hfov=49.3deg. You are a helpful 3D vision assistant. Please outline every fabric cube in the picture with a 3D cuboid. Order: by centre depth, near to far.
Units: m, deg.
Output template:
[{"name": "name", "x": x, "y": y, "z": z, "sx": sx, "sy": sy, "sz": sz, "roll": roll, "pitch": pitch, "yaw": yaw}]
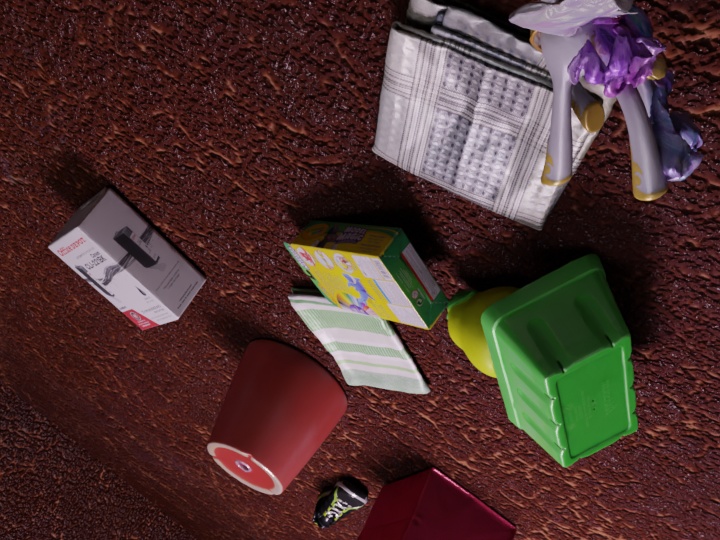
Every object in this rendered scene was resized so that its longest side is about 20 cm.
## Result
[{"name": "fabric cube", "x": 0.115, "y": 0.492, "z": 1.354, "sx": 0.195, "sy": 0.202, "sz": 0.199, "roll": 37, "pitch": 147, "yaw": -8}]

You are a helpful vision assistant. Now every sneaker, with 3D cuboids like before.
[{"name": "sneaker", "x": -0.046, "y": 0.487, "z": 1.595, "sx": 0.071, "sy": 0.084, "sz": 0.200, "roll": 33, "pitch": 148, "yaw": -4}]

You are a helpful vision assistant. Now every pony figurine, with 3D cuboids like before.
[{"name": "pony figurine", "x": 0.157, "y": -0.152, "z": 0.505, "sx": 0.192, "sy": 0.164, "sz": 0.203, "roll": 26, "pitch": 142, "yaw": 63}]

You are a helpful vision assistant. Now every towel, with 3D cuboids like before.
[{"name": "towel", "x": 0.105, "y": -0.130, "z": 0.683, "sx": 0.190, "sy": 0.035, "sz": 0.202, "roll": 27, "pitch": 147, "yaw": 9}, {"name": "towel", "x": -0.003, "y": 0.101, "z": 1.097, "sx": 0.150, "sy": 0.024, "sz": 0.202, "roll": 2, "pitch": 137, "yaw": 38}]

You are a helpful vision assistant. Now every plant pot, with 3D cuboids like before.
[{"name": "plant pot", "x": -0.144, "y": 0.244, "z": 1.264, "sx": 0.197, "sy": 0.179, "sz": 0.202, "roll": 22, "pitch": 147, "yaw": 15}]

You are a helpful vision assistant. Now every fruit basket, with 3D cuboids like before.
[{"name": "fruit basket", "x": 0.186, "y": 0.075, "z": 0.826, "sx": 0.216, "sy": 0.153, "sz": 0.219, "roll": 154, "pitch": 90, "yaw": -88}]

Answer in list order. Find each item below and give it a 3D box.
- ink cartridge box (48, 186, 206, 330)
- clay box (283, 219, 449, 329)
[{"name": "ink cartridge box", "x": -0.353, "y": -0.013, "z": 1.186, "sx": 0.200, "sy": 0.084, "sz": 0.143, "roll": 47, "pitch": 146, "yaw": -21}, {"name": "clay box", "x": 0.000, "y": 0.000, "z": 0.910, "sx": 0.198, "sy": 0.048, "sz": 0.116, "roll": 12, "pitch": 144, "yaw": 53}]
